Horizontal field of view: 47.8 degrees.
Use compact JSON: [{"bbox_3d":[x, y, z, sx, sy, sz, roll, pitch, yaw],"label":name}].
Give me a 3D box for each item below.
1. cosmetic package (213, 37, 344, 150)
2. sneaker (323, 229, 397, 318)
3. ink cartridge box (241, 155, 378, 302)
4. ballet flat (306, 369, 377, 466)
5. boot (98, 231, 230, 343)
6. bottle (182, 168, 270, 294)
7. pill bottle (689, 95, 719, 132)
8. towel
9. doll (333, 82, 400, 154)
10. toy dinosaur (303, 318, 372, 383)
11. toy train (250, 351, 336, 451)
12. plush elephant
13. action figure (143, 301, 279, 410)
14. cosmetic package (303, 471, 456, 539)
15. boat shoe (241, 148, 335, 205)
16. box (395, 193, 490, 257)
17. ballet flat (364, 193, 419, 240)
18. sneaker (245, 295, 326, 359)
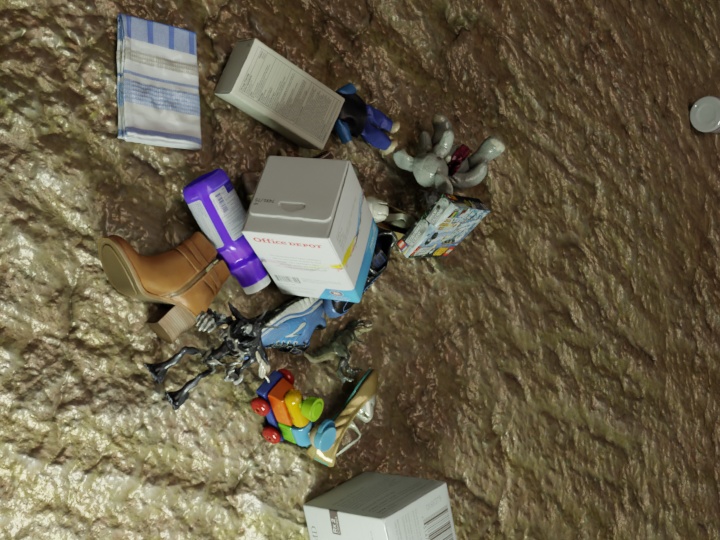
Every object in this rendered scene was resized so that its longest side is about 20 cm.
[{"bbox_3d":[-0.135,-0.296,1.381,0.199,0.073,0.104,28,83,-34],"label":"cosmetic package"},{"bbox_3d":[0.000,0.000,1.488,0.070,0.078,0.201,46,56,-29],"label":"sneaker"},{"bbox_3d":[-0.074,-0.064,1.304,0.200,0.145,0.147,65,36,-57],"label":"ink cartridge box"},{"bbox_3d":[-0.016,0.263,1.433,0.063,0.069,0.200,37,61,8],"label":"ballet flat"},{"bbox_3d":[-0.286,-0.010,1.217,0.156,0.076,0.201,-52,121,-33],"label":"boot"},{"bbox_3d":[-0.209,-0.059,1.302,0.201,0.065,0.084,64,29,-17],"label":"bottle"},{"bbox_3d":[1.162,-0.503,2.630,0.199,0.113,0.115,-8,90,-43],"label":"pill bottle"},{"bbox_3d":[-0.312,-0.291,1.269,0.146,0.024,0.202,2,83,-44],"label":"towel"},{"bbox_3d":[-0.009,-0.284,1.537,0.199,0.048,0.138,21,69,-40],"label":"doll"},{"bbox_3d":[-0.034,0.152,1.447,0.200,0.047,0.089,-28,94,-56],"label":"toy dinosaur"},{"bbox_3d":[-0.110,0.204,1.295,0.085,0.115,0.201,-48,139,-36],"label":"toy train"},{"bbox_3d":[0.158,-0.214,1.590,0.201,0.164,0.155,-59,161,7],"label":"plush elephant"},{"bbox_3d":[-0.212,0.121,1.209,0.199,0.102,0.119,-34,86,-13],"label":"action figure"},{"bbox_3d":[0.038,0.454,1.379,0.164,0.199,0.166,-15,94,-44],"label":"cosmetic package"},{"bbox_3d":[-0.124,-0.178,1.402,0.199,0.072,0.073,-30,106,-35],"label":"boat shoe"},{"bbox_3d":[0.163,-0.084,1.580,0.040,0.137,0.200,49,21,18],"label":"box"},{"bbox_3d":[0.048,-0.108,1.557,0.199,0.063,0.069,17,70,-41],"label":"ballet flat"},{"bbox_3d":[-0.125,0.105,1.357,0.199,0.078,0.090,-27,101,-42],"label":"sneaker"}]
